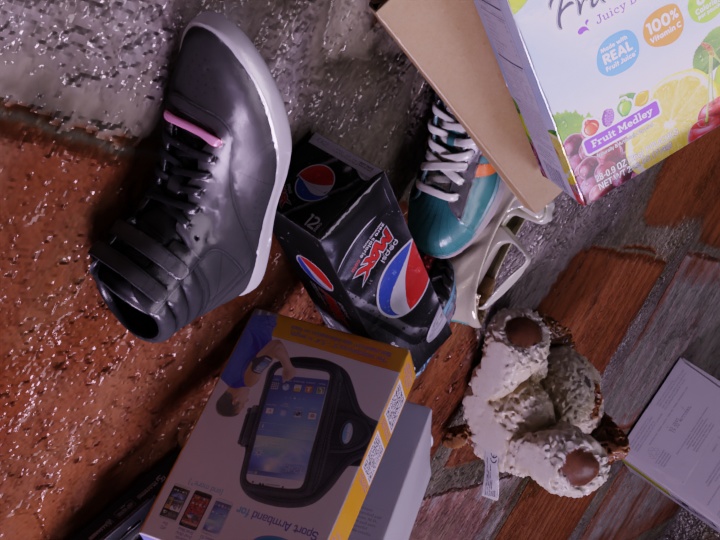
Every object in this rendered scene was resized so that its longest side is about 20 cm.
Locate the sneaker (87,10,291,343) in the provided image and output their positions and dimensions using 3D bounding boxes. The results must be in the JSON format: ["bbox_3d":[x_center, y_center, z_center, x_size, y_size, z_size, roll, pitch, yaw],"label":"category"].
[{"bbox_3d":[-0.096,-0.036,0.613,0.099,0.071,0.200,-41,153,-37],"label":"sneaker"}]

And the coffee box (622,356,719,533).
[{"bbox_3d":[0.580,0.301,1.929,0.200,0.200,0.198,-54,153,-4],"label":"coffee box"}]

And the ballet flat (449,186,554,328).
[{"bbox_3d":[0.128,-0.039,0.982,0.200,0.069,0.069,-61,152,8],"label":"ballet flat"}]

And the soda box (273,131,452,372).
[{"bbox_3d":[0.000,0.000,0.788,0.063,0.071,0.200,-47,145,-15],"label":"soda box"}]

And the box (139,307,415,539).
[{"bbox_3d":[-0.054,0.127,0.742,0.042,0.119,0.200,76,33,-53],"label":"box"}]

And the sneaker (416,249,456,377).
[{"bbox_3d":[0.019,0.081,0.921,0.200,0.079,0.096,-52,154,-9],"label":"sneaker"}]

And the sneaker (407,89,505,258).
[{"bbox_3d":[0.075,-0.107,0.825,0.080,0.071,0.200,11,102,-60],"label":"sneaker"}]

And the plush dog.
[{"bbox_3d":[0.190,0.140,1.197,0.172,0.200,0.160,-12,164,-41],"label":"plush dog"}]

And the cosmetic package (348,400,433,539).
[{"bbox_3d":[-0.005,0.210,0.945,0.113,0.081,0.200,88,20,-48],"label":"cosmetic package"}]

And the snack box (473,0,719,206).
[{"bbox_3d":[0.166,-0.169,0.718,0.168,0.068,0.200,-32,120,-5],"label":"snack box"}]

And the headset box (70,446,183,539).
[{"bbox_3d":[-0.147,0.232,0.812,0.149,0.075,0.200,-40,148,-30],"label":"headset box"}]

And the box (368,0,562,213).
[{"bbox_3d":[0.122,-0.157,0.758,0.163,0.021,0.200,-43,123,2],"label":"box"}]
